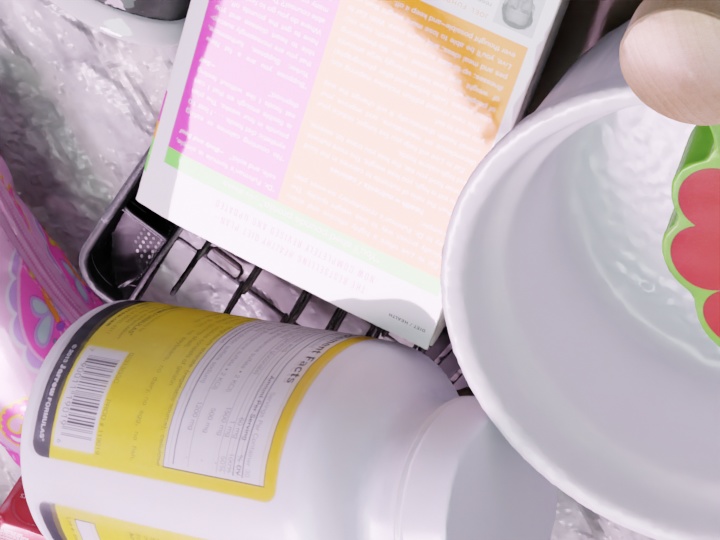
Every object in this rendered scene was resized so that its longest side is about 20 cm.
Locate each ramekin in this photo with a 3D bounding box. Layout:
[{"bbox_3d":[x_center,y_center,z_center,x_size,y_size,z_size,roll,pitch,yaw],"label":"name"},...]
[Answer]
[{"bbox_3d":[0.138,-0.003,1.083,0.200,0.098,0.201,12,127,17],"label":"ramekin"}]

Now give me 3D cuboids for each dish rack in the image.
[{"bbox_3d":[0.000,0.000,1.237,0.200,0.055,0.153,35,135,-4],"label":"dish rack"}]

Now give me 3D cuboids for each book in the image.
[{"bbox_3d":[0.001,-0.084,1.113,0.133,0.048,0.200,24,125,6],"label":"book"}]

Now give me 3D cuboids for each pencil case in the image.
[{"bbox_3d":[-0.147,0.024,1.300,0.087,0.087,0.200,-19,117,37],"label":"pencil case"}]

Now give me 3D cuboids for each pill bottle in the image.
[{"bbox_3d":[-0.027,0.078,1.180,0.200,0.112,0.112,9,131,34],"label":"pill bottle"}]

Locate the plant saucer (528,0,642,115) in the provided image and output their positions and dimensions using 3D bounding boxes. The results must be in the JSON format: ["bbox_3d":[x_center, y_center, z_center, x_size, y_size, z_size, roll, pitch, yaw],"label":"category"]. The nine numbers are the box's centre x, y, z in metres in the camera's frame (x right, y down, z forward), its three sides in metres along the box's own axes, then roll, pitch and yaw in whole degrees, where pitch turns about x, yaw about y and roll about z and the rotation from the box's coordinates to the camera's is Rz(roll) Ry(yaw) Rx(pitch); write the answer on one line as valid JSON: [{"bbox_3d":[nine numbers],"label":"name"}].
[{"bbox_3d":[0.088,-0.096,1.122,0.200,0.029,0.200,12,130,15],"label":"plant saucer"}]

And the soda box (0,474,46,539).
[{"bbox_3d":[-0.066,0.143,1.378,0.200,0.070,0.064,18,134,12],"label":"soda box"}]

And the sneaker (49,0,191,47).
[{"bbox_3d":[-0.132,-0.174,1.157,0.200,0.071,0.099,31,114,20],"label":"sneaker"}]

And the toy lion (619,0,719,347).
[{"bbox_3d":[0.183,-0.033,0.941,0.200,0.069,0.192,-9,127,32],"label":"toy lion"}]

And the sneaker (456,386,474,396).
[{"bbox_3d":[0.035,0.127,1.268,0.200,0.075,0.071,-57,51,36],"label":"sneaker"}]
